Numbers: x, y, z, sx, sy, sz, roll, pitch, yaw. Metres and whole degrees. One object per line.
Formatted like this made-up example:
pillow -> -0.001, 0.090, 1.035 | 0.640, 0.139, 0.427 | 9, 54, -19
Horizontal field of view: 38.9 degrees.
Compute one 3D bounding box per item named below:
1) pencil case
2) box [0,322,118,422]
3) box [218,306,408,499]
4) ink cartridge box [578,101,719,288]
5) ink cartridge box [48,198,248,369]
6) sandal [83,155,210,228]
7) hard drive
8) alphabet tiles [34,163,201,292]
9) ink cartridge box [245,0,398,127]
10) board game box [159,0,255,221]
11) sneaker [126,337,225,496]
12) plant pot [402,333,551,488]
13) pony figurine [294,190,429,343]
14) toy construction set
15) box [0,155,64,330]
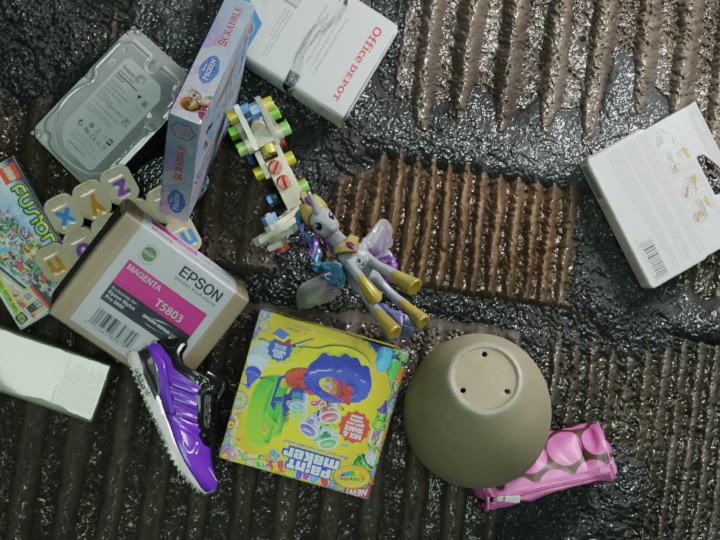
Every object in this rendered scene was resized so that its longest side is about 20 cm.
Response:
pencil case -> 0.245, 0.267, 1.370 | 0.198, 0.094, 0.092 | -15, 104, -5
box -> -0.424, 0.127, 1.326 | 0.198, 0.068, 0.083 | 21, 87, -4
box -> -0.062, 0.169, 1.332 | 0.198, 0.122, 0.195 | 16, 88, -4
ink cartridge box -> 0.427, -0.104, 1.419 | 0.175, 0.045, 0.202 | -28, 92, -4
ink cartridge box -> -0.269, 0.036, 1.304 | 0.199, 0.075, 0.165 | 37, 96, -20
sandal -> -0.293, -0.098, 1.358 | 0.198, 0.048, 0.076 | -21, 92, 6
hard drive -> -0.317, -0.206, 1.337 | 0.140, 0.038, 0.200 | 42, 85, 16
alphabet tiles -> -0.312, -0.029, 1.321 | 0.198, 0.015, 0.197 | -28, 111, -5
ink cartridge box -> -0.070, -0.307, 1.359 | 0.199, 0.084, 0.146 | 32, 87, -3
board game box -> -0.190, -0.196, 1.253 | 0.041, 0.200, 0.202 | 19, 56, -3
sneaker -> -0.205, 0.172, 1.253 | 0.099, 0.070, 0.202 | -25, 84, -12
plant pot -> 0.155, 0.161, 1.307 | 0.197, 0.135, 0.203 | 0, 63, 0
pony figurine -> 0.000, 0.000, 1.293 | 0.166, 0.194, 0.200 | -40, 63, -10
toy construction set -> -0.113, -0.127, 1.321 | 0.091, 0.131, 0.203 | -12, 102, -8
box -> -0.449, -0.036, 1.343 | 0.109, 0.035, 0.201 | -31, 92, -5
